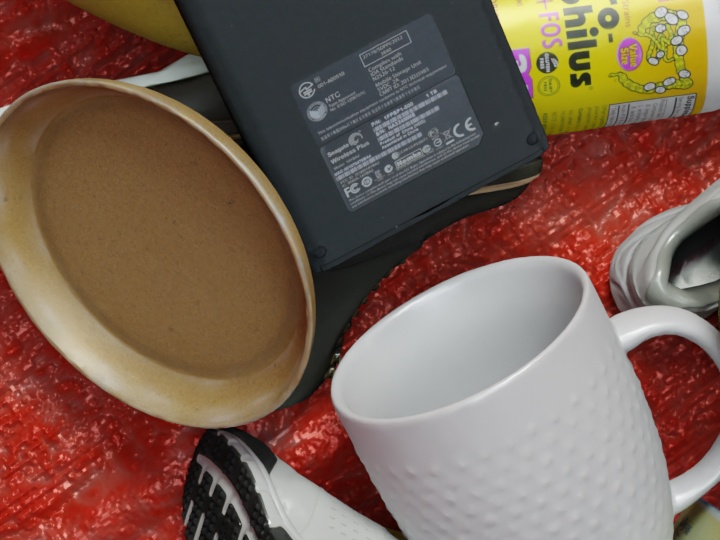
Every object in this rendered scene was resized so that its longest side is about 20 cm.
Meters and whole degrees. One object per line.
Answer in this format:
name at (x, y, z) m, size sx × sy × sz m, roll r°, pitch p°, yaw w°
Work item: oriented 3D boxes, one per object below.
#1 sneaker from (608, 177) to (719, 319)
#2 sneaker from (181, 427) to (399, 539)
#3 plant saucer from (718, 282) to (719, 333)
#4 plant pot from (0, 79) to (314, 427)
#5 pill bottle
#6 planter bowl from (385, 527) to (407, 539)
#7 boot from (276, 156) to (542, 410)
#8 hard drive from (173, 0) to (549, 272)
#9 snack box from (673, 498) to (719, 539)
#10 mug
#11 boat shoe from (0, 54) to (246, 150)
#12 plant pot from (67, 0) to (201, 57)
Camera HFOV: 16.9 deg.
sneaker at (0.227, -0.035, 1.297) m, size 0.200 × 0.099 × 0.078 m, roll -43°, pitch 94°, yaw -1°
sneaker at (-0.024, 0.152, 1.274) m, size 0.080 × 0.200 × 0.074 m, roll -1°, pitch 124°, yaw -39°
plant saucer at (0.243, -0.010, 1.255) m, size 0.031 × 0.200 × 0.200 m, roll 22°, pitch 92°, yaw 40°
plant pot at (-0.103, -0.011, 1.219) m, size 0.200 × 0.200 × 0.027 m, roll 50°, pitch 47°, yaw -4°
pill bottle at (0.137, -0.130, 1.286) m, size 0.200 × 0.104 × 0.104 m, roll -9°, pitch 93°, yaw -3°
planter bowl at (-0.007, 0.242, 1.306) m, size 0.200 × 0.083 × 0.201 m, roll 0°, pitch 93°, yaw -3°
boot at (0.000, 0.000, 1.312) m, size 0.200 × 0.077 × 0.138 m, roll -11°, pitch 120°, yaw -20°
hard drive at (-0.003, -0.111, 1.182) m, size 0.139 × 0.033 × 0.200 m, roll -28°, pitch 123°, yaw -4°
snack box at (0.173, 0.186, 1.254) m, size 0.037 × 0.200 × 0.116 m, roll 32°, pitch 91°, yaw -4°
mug at (0.110, 0.093, 1.270) m, size 0.200 × 0.148 × 0.175 m, roll -27°, pitch 112°, yaw 1°
boat shoe at (-0.131, -0.070, 1.290) m, size 0.202 × 0.072 × 0.060 m, roll -16°, pitch 89°, yaw -6°
plant pot at (-0.076, -0.189, 1.226) m, size 0.200 × 0.200 × 0.142 m, roll -44°, pitch 98°, yaw 0°
